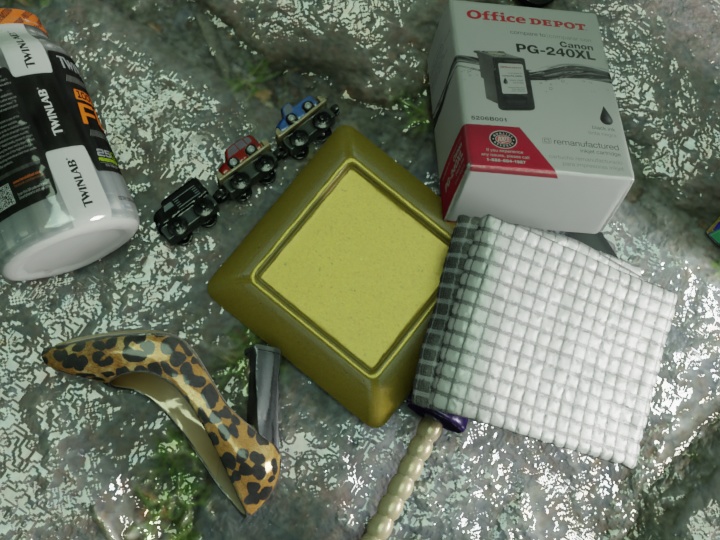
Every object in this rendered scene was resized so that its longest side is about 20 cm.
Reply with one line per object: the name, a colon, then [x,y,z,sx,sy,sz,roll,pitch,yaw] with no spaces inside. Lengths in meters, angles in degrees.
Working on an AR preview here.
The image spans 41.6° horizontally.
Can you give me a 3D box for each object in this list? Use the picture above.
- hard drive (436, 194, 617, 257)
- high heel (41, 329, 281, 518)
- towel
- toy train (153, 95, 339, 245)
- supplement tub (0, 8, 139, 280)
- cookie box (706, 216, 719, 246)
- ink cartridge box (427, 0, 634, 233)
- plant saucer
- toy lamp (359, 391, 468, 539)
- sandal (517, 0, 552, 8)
hard drive: [0.162,-0.004,0.872,0.139,0.033,0.200,-30,84,-14]
high heel: [-0.160,0.125,0.767,0.200,0.071,0.143,7,70,-17]
towel: [0.151,0.057,0.782,0.200,0.086,0.166,18,82,-22]
toy train: [-0.101,-0.095,0.850,0.200,0.034,0.046,-38,74,-14]
supplement tub: [-0.272,-0.103,0.776,0.122,0.123,0.200,-23,83,-13]
cookie box: [0.434,-0.090,0.851,0.075,0.200,0.171,45,74,4]
ink cartridge box: [0.144,-0.140,0.840,0.145,0.083,0.200,3,57,-8]
plant saucer: [0.000,0.000,0.818,0.200,0.048,0.200,39,84,4]
toy lamp: [0.040,0.171,0.801,0.058,0.058,0.200,28,74,-2]
sandal: [0.138,-0.354,0.940,0.075,0.045,0.200,-34,85,-15]
